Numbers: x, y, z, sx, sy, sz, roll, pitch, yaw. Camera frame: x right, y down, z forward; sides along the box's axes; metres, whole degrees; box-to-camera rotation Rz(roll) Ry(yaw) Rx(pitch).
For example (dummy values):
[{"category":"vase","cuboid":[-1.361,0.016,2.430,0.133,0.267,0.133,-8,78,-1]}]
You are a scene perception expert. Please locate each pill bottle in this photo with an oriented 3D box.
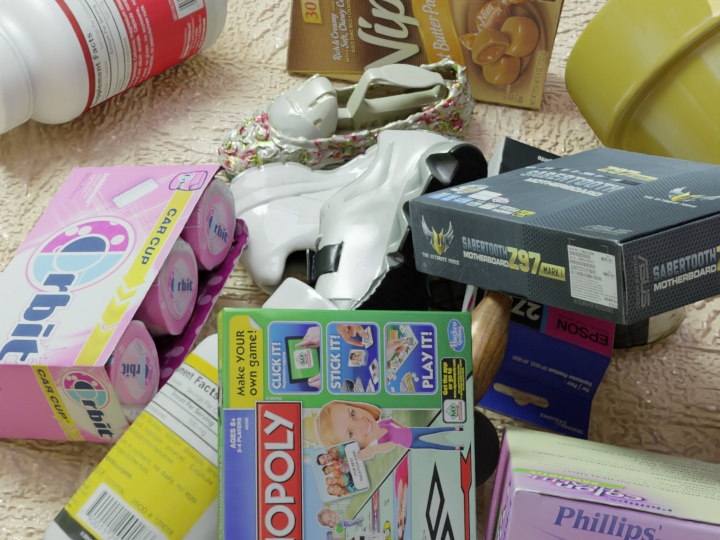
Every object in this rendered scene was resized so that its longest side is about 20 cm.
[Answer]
[{"category":"pill bottle","cuboid":[-0.201,-0.175,1.339,0.199,0.113,0.112,-33,57,-33]},{"category":"pill bottle","cuboid":[-0.072,0.106,1.027,0.111,0.111,0.200,36,80,26]}]

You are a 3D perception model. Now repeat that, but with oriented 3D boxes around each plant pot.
[{"category":"plant pot","cuboid":[0.271,-0.110,1.297,0.199,0.201,0.190,-20,67,-25]}]

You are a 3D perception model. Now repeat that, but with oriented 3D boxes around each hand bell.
[{"category":"hand bell","cuboid":[0.043,0.101,1.057,0.103,0.104,0.201,22,69,14]}]

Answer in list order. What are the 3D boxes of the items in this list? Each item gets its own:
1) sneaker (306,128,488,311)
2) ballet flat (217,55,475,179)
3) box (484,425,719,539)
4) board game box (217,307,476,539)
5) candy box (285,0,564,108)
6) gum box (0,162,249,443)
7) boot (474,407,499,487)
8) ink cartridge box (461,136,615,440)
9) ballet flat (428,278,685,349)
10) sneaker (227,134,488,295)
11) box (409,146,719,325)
[{"category":"sneaker","cuboid":[0.000,0.000,1.194,0.088,0.074,0.201,22,78,40]},{"category":"ballet flat","cuboid":[-0.009,-0.116,1.341,0.198,0.064,0.076,-14,50,-20]},{"category":"box","cuboid":[0.156,0.159,0.998,0.174,0.098,0.200,10,4,2]},{"category":"board game box","cuboid":[-0.007,0.122,0.963,0.133,0.029,0.202,1,80,-13]},{"category":"candy box","cuboid":[0.048,-0.193,1.388,0.198,0.116,0.056,8,44,0]},{"category":"gum box","cuboid":[-0.157,0.013,1.166,0.112,0.067,0.201,-1,41,24]},{"category":"boot","cuboid":[-0.019,0.114,1.126,0.198,0.074,0.075,-7,10,-6]},{"category":"ink cartridge box","cuboid":[0.117,0.008,1.192,0.094,0.037,0.201,19,52,-7]},{"category":"ballet flat","cuboid":[0.121,0.009,1.237,0.198,0.057,0.067,11,42,-4]},{"category":"sneaker","cuboid":[0.001,-0.034,1.271,0.198,0.075,0.088,-15,65,-16]},{"category":"box","cuboid":[0.147,-0.026,1.095,0.156,0.052,0.199,-15,17,-30]}]
